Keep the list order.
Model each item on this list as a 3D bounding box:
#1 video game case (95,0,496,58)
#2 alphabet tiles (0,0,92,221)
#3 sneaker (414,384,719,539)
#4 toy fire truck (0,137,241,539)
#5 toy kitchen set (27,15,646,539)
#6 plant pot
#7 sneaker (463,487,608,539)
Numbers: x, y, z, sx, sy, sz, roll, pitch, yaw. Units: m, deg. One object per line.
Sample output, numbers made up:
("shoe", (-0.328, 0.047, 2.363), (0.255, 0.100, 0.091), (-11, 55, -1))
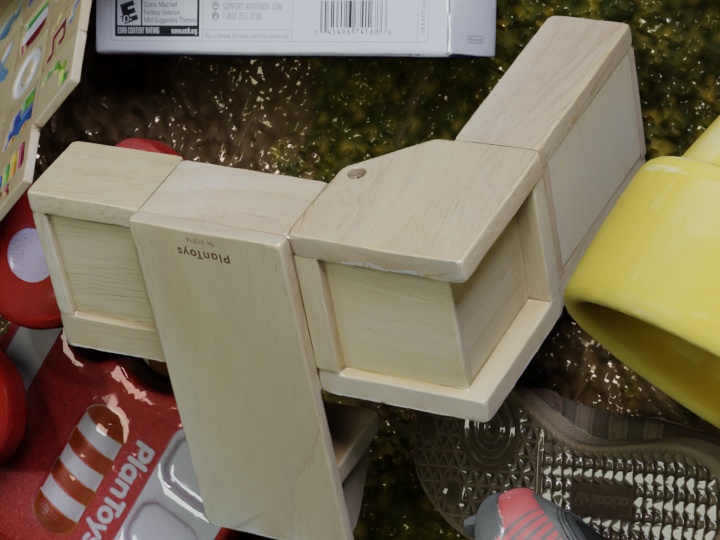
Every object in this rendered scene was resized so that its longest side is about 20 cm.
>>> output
("video game case", (-0.029, -0.187, 1.260), (0.199, 0.045, 0.182), (4, 95, 34))
("alphabet tiles", (-0.164, -0.080, 1.281), (0.166, 0.006, 0.201), (-47, 28, 37))
("sneaker", (0.106, 0.092, 1.184), (0.200, 0.075, 0.071), (15, 96, 50))
("toy fire truck", (-0.104, 0.053, 1.270), (0.168, 0.112, 0.200), (36, 103, 15))
("toy kitchen set", (0.000, 0.000, 1.200), (0.199, 0.181, 0.164), (10, 130, 26))
("plant pot", (0.208, -0.018, 1.076), (0.200, 0.201, 0.189), (28, 83, 26))
("sneaker", (0.126, 0.146, 1.071), (0.200, 0.071, 0.098), (47, 105, 21))
